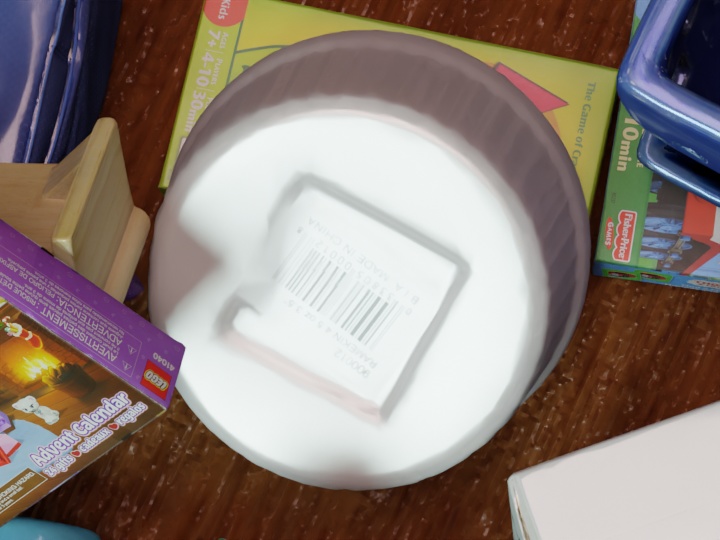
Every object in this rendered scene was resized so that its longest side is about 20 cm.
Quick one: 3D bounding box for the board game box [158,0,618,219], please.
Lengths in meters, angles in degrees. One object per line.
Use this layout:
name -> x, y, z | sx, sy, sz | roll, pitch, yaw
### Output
board game box -> 0.015, -0.062, 1.334 | 0.199, 0.048, 0.102 | 12, 79, 6

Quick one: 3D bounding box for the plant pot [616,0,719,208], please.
plant pot -> 0.236, -0.098, 1.224 | 0.200, 0.180, 0.200 | 27, 80, 9

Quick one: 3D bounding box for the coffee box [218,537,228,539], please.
coffee box -> -0.032, 0.209, 1.204 | 0.044, 0.200, 0.123 | 20, 72, 35

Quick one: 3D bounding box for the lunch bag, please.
lunch bag -> -0.191, -0.107, 1.313 | 0.135, 0.132, 0.201 | 8, 80, 5

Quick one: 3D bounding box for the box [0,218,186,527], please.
box -> -0.187, 0.052, 1.178 | 0.137, 0.200, 0.039 | 36, 42, -22

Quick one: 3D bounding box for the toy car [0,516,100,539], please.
toy car -> -0.121, 0.199, 1.212 | 0.176, 0.200, 0.185 | 9, 80, 5

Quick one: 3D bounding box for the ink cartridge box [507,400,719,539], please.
ink cartridge box -> 0.142, 0.115, 1.213 | 0.146, 0.200, 0.083 | -19, 78, -1

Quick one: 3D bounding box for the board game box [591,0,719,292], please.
board game box -> 0.219, -0.058, 1.327 | 0.199, 0.037, 0.152 | 9, 79, 4

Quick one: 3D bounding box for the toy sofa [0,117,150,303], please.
toy sofa -> -0.196, -0.006, 1.210 | 0.199, 0.098, 0.083 | 3, 41, 11

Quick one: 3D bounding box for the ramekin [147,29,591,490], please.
ramekin -> 0.000, 0.000, 1.258 | 0.200, 0.098, 0.201 | 2, 105, 8
